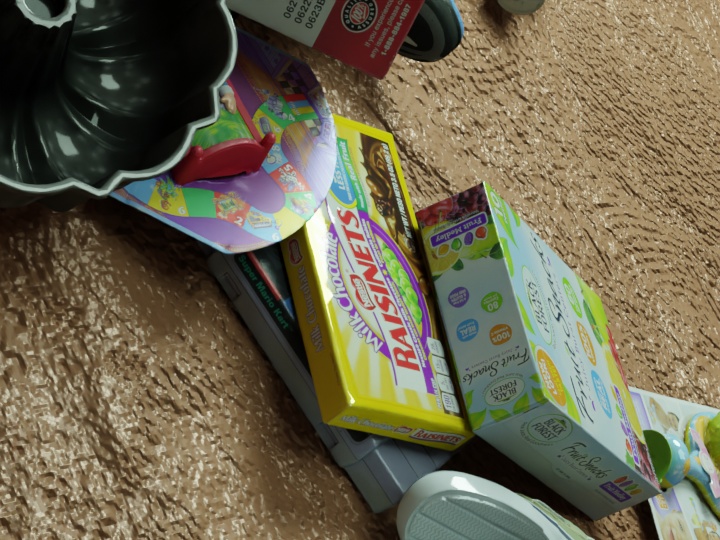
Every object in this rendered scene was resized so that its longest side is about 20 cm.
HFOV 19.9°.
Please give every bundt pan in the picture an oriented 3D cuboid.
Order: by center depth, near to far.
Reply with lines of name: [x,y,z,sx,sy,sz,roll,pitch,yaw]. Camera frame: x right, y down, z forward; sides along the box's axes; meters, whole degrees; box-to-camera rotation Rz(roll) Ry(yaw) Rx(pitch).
bundt pan: [-0.165,-0.117,0.994,0.200,0.076,0.204,11,66,-25]

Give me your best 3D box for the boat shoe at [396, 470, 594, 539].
boat shoe: [0.087,0.161,1.140,0.200,0.072,0.062,37,15,-35]

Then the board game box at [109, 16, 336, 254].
board game box: [-0.096,-0.100,1.085,0.199,0.039,0.159,27,47,-10]

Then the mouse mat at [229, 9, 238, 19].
mouse mat: [-0.135,-0.199,1.210,0.161,0.008,0.200,48,32,-13]

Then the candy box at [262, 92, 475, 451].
candy box: [0.000,0.000,1.134,0.102,0.026,0.201,14,51,-42]

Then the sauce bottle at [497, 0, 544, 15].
sauce bottle: [0.141,-0.258,1.566,0.066,0.066,0.200,46,32,-15]

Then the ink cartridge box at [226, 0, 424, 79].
ink cartridge box: [-0.044,-0.230,1.125,0.199,0.146,0.145,24,28,-10]

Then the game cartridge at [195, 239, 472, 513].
game cartridge: [-0.010,0.027,1.150,0.201,0.038,0.130,56,28,1]

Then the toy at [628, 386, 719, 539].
toy: [0.250,0.132,1.380,0.199,0.047,0.116,12,54,-47]

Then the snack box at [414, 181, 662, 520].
snack box: [0.108,0.053,1.211,0.200,0.053,0.143,39,31,-56]

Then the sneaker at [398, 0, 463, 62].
sneaker: [-0.022,-0.178,1.279,0.199,0.071,0.083,28,47,-29]
